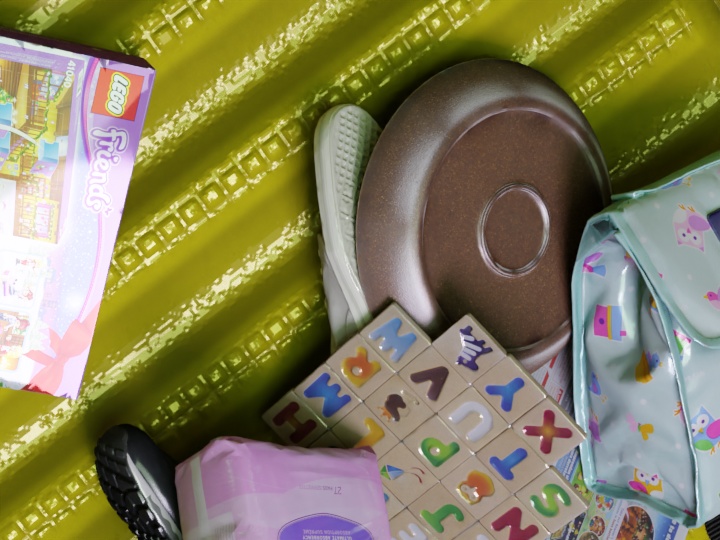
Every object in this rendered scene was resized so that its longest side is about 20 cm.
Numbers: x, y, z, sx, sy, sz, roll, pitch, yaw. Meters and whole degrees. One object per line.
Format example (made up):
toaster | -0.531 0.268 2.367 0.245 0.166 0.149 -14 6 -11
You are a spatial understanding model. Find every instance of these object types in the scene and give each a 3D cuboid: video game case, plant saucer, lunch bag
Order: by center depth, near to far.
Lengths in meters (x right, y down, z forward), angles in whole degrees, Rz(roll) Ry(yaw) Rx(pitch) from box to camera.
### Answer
plant saucer | 0.085 -0.025 1.226 0.199 0.032 0.202 -5 99 -35
lunch bag | 0.216 0.029 1.257 0.170 0.122 0.202 -24 115 -33
video game case | 0.139 0.114 1.298 0.199 0.018 0.144 36 66 -25

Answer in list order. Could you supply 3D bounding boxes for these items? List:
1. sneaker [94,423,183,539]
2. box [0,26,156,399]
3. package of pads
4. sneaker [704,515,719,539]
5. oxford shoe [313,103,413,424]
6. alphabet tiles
sneaker | -0.084 0.154 1.248 0.087 0.076 0.201 -42 119 -19
box | -0.205 -0.035 1.154 0.136 0.039 0.202 11 102 -21
package of pads | -0.035 0.197 1.165 0.120 0.075 0.202 7 64 -39
sneaker | 0.325 0.138 1.382 0.200 0.070 0.090 -40 129 -4
oxford shoe | 0.000 0.000 1.226 0.075 0.057 0.202 -29 111 -42
alphabet tiles | 0.036 0.113 1.220 0.166 0.006 0.200 46 127 -4
